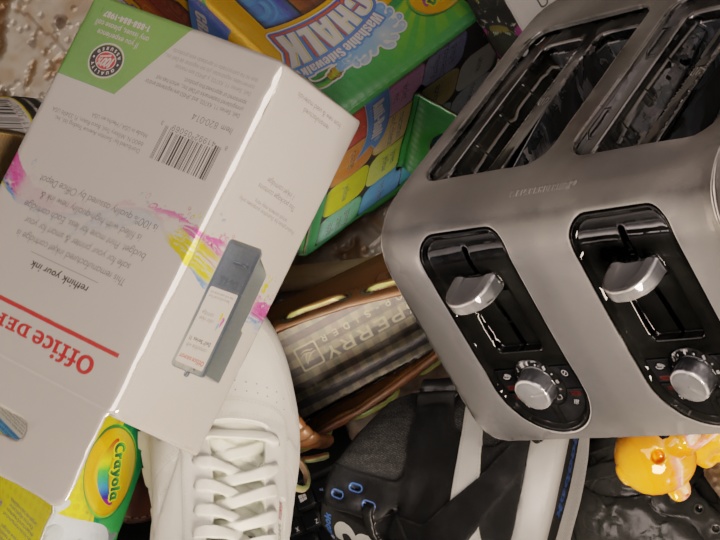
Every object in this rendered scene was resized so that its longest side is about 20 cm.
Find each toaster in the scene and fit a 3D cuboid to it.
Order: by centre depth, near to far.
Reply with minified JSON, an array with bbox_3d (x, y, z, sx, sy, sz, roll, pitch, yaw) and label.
[{"bbox_3d":[0.133,-0.034,0.830,0.180,0.119,0.200,-6,38,48],"label":"toaster"}]

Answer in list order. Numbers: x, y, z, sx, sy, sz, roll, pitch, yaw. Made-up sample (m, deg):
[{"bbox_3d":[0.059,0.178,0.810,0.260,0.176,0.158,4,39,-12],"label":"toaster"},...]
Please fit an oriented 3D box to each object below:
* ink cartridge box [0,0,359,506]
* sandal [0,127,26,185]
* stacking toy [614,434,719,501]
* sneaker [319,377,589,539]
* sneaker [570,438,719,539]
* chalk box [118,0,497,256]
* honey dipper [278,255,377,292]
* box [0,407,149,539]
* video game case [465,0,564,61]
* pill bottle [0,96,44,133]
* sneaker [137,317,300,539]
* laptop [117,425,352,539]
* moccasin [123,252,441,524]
[{"bbox_3d":[-0.100,-0.002,0.879,0.117,0.067,0.201,23,84,35],"label":"ink cartridge box"},{"bbox_3d":[-0.140,-0.026,0.958,0.054,0.199,0.081,21,102,41],"label":"sandal"},{"bbox_3d":[0.192,0.042,0.864,0.199,0.110,0.117,-26,93,-12],"label":"stacking toy"},{"bbox_3d":[0.027,0.141,0.911,0.111,0.073,0.201,5,56,22],"label":"sneaker"},{"bbox_3d":[0.140,0.101,0.967,0.104,0.060,0.201,27,88,15],"label":"sneaker"},{"bbox_3d":[-0.015,-0.102,0.989,0.124,0.125,0.200,-37,71,-24],"label":"chalk box"},{"bbox_3d":[0.000,0.000,1.027,0.199,0.038,0.038,-6,76,8],"label":"honey dipper"},{"bbox_3d":[-0.168,0.133,0.974,0.117,0.048,0.201,35,107,49],"label":"box"},{"bbox_3d":[0.131,-0.165,0.953,0.200,0.036,0.182,-42,116,-21],"label":"video game case"},{"bbox_3d":[-0.239,-0.028,0.989,0.199,0.114,0.115,-1,73,-32],"label":"pill bottle"},{"bbox_3d":[-0.057,0.110,0.893,0.076,0.080,0.201,3,87,-13],"label":"sneaker"},{"bbox_3d":[-0.070,0.164,0.968,0.176,0.103,0.201,-23,74,5],"label":"laptop"},{"bbox_3d":[-0.035,0.059,0.974,0.200,0.078,0.074,-24,104,-2],"label":"moccasin"}]
